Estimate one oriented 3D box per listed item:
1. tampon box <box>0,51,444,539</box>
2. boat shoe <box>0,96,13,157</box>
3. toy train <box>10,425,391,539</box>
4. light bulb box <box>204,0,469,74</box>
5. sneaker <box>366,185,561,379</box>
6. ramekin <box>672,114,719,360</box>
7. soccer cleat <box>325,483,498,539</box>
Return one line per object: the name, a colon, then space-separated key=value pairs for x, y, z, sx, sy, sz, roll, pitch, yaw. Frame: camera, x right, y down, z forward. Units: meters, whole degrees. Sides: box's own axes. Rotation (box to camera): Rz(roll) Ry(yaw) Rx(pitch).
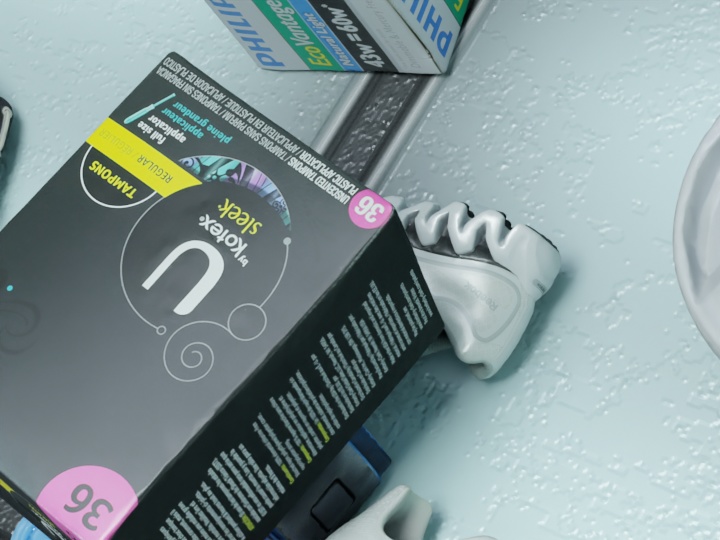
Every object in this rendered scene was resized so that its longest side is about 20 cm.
tampon box: x=-0.087 y=0.035 z=1.164 sx=0.150 sy=0.126 sz=0.200 roll=35 pitch=76 yaw=26
boat shoe: x=-0.244 y=-0.025 z=1.423 sx=0.074 sy=0.060 sz=0.201 roll=-17 pitch=51 yaw=40
toy train: x=-0.083 y=0.122 z=1.240 sx=0.114 sy=0.087 sz=0.200 roll=35 pitch=80 yaw=31
light bulb box: x=-0.016 y=-0.239 z=1.354 sx=0.124 sy=0.198 sz=0.201 roll=5 pitch=64 yaw=30
sneaker: x=0.000 y=0.000 z=1.284 sx=0.199 sy=0.075 sz=0.081 roll=13 pitch=76 yaw=32
ramekin: x=0.248 y=-0.007 z=1.147 sx=0.202 sy=0.094 sz=0.203 roll=-12 pitch=57 yaw=19
soccer cleat: x=0.052 y=0.170 z=1.150 sx=0.086 sy=0.070 sz=0.200 roll=-45 pitch=52 yaw=-5
